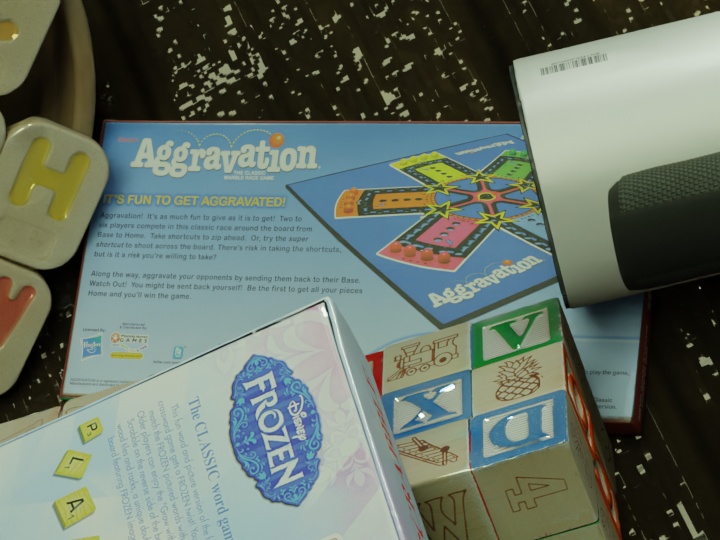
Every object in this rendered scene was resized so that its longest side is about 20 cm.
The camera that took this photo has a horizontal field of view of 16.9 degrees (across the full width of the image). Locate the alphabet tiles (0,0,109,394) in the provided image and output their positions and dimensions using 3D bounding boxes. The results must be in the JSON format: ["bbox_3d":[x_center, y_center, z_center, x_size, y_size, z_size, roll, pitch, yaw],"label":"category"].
[{"bbox_3d":[-0.186,-0.031,0.794,0.196,0.199,0.015,-64,27,7],"label":"alphabet tiles"}]

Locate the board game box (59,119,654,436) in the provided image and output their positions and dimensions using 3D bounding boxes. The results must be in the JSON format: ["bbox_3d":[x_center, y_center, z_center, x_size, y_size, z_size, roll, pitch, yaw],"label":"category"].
[{"bbox_3d":[0.000,0.000,0.814,0.199,0.019,0.104,2,73,18],"label":"board game box"}]

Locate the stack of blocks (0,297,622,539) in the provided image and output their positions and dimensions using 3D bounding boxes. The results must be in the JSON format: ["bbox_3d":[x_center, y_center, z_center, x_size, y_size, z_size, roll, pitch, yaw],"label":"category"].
[{"bbox_3d":[-0.024,0.073,0.740,0.199,0.059,0.115,-17,26,11],"label":"stack of blocks"}]

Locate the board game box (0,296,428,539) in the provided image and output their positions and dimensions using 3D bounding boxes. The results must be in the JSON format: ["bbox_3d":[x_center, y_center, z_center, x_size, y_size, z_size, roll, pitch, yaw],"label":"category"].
[{"bbox_3d":[-0.067,0.128,0.625,0.199,0.041,0.201,-24,50,6],"label":"board game box"}]

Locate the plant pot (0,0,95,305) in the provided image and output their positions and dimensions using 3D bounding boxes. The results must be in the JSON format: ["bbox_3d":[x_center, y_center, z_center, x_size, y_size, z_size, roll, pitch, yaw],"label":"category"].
[{"bbox_3d":[-0.199,-0.067,0.836,0.201,0.201,0.093,-46,27,-2],"label":"plant pot"}]

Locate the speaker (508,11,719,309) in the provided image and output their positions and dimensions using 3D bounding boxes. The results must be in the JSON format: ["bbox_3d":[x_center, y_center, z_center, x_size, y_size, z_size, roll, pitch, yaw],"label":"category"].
[{"bbox_3d":[0.150,-0.049,0.739,0.199,0.081,0.082,-13,67,5],"label":"speaker"}]
